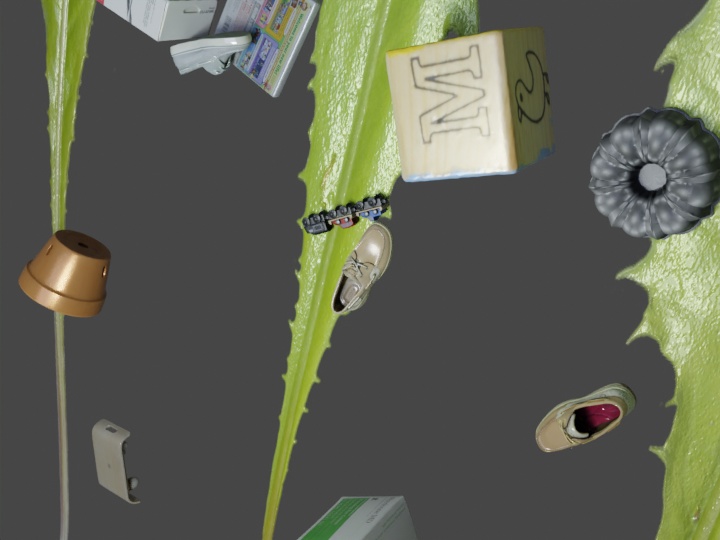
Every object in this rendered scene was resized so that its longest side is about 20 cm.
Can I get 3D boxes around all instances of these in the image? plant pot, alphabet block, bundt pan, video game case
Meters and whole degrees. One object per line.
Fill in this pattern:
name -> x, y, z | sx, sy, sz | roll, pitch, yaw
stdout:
plant pot -> -0.679, -0.003, 1.878 | 0.200, 0.200, 0.141 | 34, 104, 20
alphabet block -> 0.173, -0.257, 1.234 | 0.195, 0.195, 0.201 | -1, 106, 31
bundt pan -> 0.429, -0.136, 1.177 | 0.201, 0.076, 0.203 | 11, 111, 29
video game case -> -0.183, -0.461, 1.501 | 0.182, 0.022, 0.201 | 41, 122, 16

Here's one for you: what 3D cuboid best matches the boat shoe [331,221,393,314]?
boat shoe -> 0.000, 0.000, 1.504 | 0.072, 0.065, 0.201 | 38, 122, 17

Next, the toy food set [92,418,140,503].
toy food set -> -0.631, 0.498, 2.086 | 0.143, 0.060, 0.201 | 11, 110, 42

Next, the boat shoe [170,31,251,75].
boat shoe -> -0.280, -0.412, 1.530 | 0.200, 0.070, 0.072 | 2, 117, 36

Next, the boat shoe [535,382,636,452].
boat shoe -> 0.368, 0.255, 1.347 | 0.074, 0.066, 0.200 | 52, 125, 8

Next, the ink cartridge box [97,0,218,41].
ink cartridge box -> -0.398, -0.528, 1.543 | 0.200, 0.144, 0.084 | 35, 123, 19

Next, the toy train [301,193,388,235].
toy train -> -0.029, -0.101, 1.509 | 0.199, 0.034, 0.046 | -14, 101, 36

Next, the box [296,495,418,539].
box -> 0.003, 0.589, 1.609 | 0.170, 0.199, 0.201 | -11, 99, 34
